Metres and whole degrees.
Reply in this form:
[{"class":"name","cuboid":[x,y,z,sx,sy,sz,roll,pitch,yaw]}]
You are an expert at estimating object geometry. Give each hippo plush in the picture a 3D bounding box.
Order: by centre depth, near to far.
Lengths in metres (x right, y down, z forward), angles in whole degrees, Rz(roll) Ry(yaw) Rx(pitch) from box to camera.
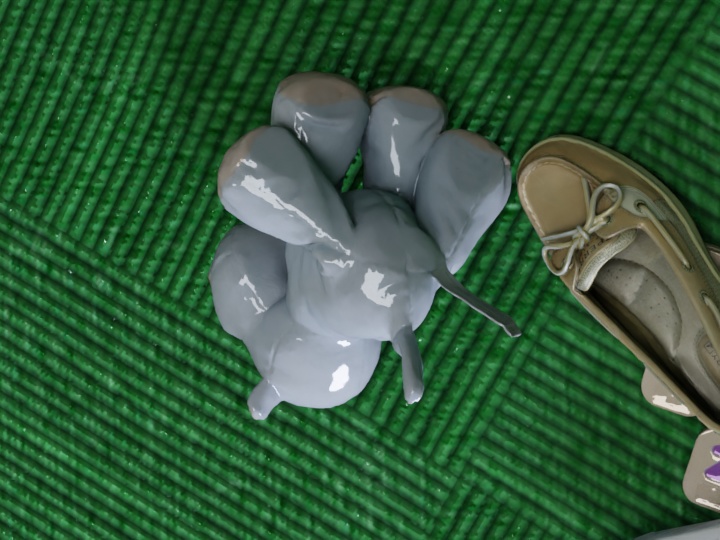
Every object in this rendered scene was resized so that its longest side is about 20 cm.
[{"class":"hippo plush","cuboid":[0.000,0.000,1.324,0.200,0.159,0.161,50,146,15]}]

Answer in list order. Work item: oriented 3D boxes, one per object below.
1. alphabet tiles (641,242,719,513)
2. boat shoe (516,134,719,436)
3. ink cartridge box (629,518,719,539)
[{"class":"alphabet tiles","cuboid":[0.262,0.059,1.301,0.199,0.015,0.197,19,111,12]},{"class":"boat shoe","cuboid":[0.154,0.007,1.281,0.073,0.063,0.201,-45,77,30]},{"class":"ink cartridge box","cuboid":[0.160,0.238,1.357,0.199,0.057,0.164,-19,81,43]}]
